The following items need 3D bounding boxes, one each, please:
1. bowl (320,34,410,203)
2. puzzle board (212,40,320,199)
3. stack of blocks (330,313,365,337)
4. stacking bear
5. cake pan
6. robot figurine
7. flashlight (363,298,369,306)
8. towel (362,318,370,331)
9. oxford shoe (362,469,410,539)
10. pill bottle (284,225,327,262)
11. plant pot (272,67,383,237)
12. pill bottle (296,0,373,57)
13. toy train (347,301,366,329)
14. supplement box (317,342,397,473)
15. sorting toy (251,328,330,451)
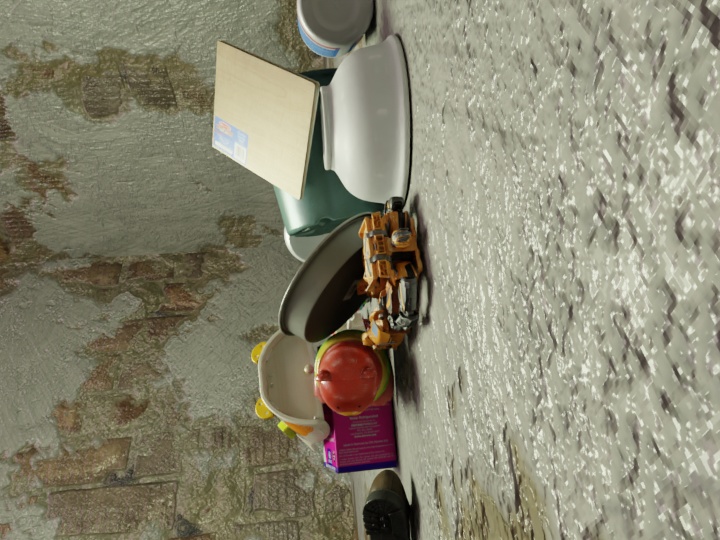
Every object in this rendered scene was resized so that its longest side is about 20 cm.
[{"bbox_3d":[-0.001,-0.171,0.663,0.201,0.089,0.203,177,90,-85],"label":"bowl"},{"bbox_3d":[-0.132,-0.204,0.747,0.199,0.017,0.152,33,126,31],"label":"puzzle board"},{"bbox_3d":[-0.027,0.146,1.133,0.200,0.058,0.116,-107,18,-66],"label":"stack of blocks"},{"bbox_3d":[-0.012,0.137,0.740,0.200,0.120,0.115,64,-152,-85],"label":"stacking bear"},{"bbox_3d":[-0.026,0.016,0.739,0.037,0.200,0.201,37,155,18],"label":"cake pan"},{"bbox_3d":[0.029,0.011,0.624,0.200,0.058,0.146,94,170,-62],"label":"robot figurine"},{"bbox_3d":[-0.016,-0.023,1.162,0.068,0.067,0.202,77,-170,-59],"label":"flashlight"},{"bbox_3d":[0.022,0.182,1.068,0.200,0.022,0.146,-132,40,-80],"label":"towel"},{"bbox_3d":[0.043,0.358,0.756,0.085,0.072,0.202,-67,-20,-65],"label":"oxford shoe"},{"bbox_3d":[-0.085,-0.075,1.051,0.200,0.112,0.114,-100,7,-79],"label":"pill bottle"},{"bbox_3d":[-0.055,-0.160,0.823,0.200,0.198,0.198,155,103,-85],"label":"plant pot"},{"bbox_3d":[-0.044,-0.398,0.875,0.200,0.111,0.113,-114,21,-74],"label":"pill bottle"},{"bbox_3d":[0.000,0.000,1.030,0.151,0.055,0.202,93,175,-64],"label":"toy train"},{"bbox_3d":[-0.009,0.216,0.908,0.101,0.102,0.202,137,131,-70],"label":"supplement box"},{"bbox_3d":[-0.106,0.218,0.947,0.181,0.106,0.201,76,180,-49],"label":"sorting toy"}]
